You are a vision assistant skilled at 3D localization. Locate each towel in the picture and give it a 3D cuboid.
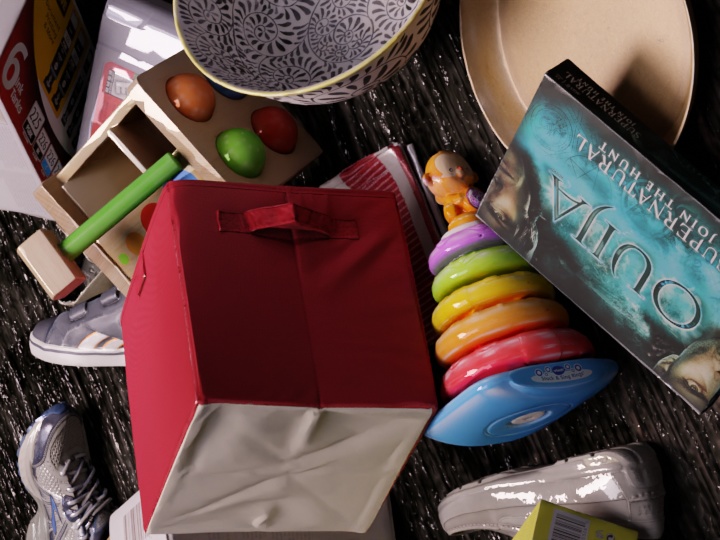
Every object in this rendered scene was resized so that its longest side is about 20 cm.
[{"bbox_3d":[0.000,0.000,1.537,0.200,0.023,0.145,-27,85,51],"label":"towel"}]

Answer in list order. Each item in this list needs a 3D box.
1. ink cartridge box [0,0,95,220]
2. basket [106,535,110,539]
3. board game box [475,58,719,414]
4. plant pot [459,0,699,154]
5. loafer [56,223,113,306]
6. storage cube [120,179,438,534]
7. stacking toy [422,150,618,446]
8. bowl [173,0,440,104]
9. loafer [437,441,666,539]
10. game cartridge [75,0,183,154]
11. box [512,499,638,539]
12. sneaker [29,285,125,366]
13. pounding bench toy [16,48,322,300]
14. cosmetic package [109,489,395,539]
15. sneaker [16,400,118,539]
[{"bbox_3d":[-0.270,-0.170,1.650,0.083,0.176,0.200,10,151,16],"label":"ink cartridge box"},{"bbox_3d":[-0.146,0.317,1.743,0.200,0.142,0.149,51,136,24],"label":"basket"},{"bbox_3d":[0.171,-0.020,1.286,0.200,0.028,0.136,42,138,17],"label":"board game box"},{"bbox_3d":[0.141,-0.148,1.304,0.200,0.027,0.201,23,121,44],"label":"plant pot"},{"bbox_3d":[-0.213,-0.038,1.737,0.075,0.069,0.201,44,134,30],"label":"loafer"},{"bbox_3d":[-0.063,0.063,1.426,0.200,0.170,0.181,117,150,-50],"label":"storage cube"},{"bbox_3d":[0.086,0.008,1.393,0.110,0.116,0.201,-44,57,54],"label":"stacking toy"},{"bbox_3d":[-0.018,-0.185,1.399,0.200,0.094,0.202,-12,61,22],"label":"bowl"},{"bbox_3d":[0.128,0.167,1.414,0.200,0.070,0.070,-20,81,51],"label":"loafer"},{"bbox_3d":[-0.156,-0.109,1.628,0.133,0.041,0.201,22,119,12],"label":"game cartridge"},{"bbox_3d":[0.121,0.227,1.402,0.075,0.050,0.200,18,148,-2],"label":"box"},{"bbox_3d":[-0.192,0.039,1.725,0.199,0.078,0.080,3,106,27],"label":"sneaker"},{"bbox_3d":[-0.145,-0.065,1.503,0.124,0.200,0.156,48,124,1],"label":"pounding bench toy"},{"bbox_3d":[-0.081,0.206,1.566,0.102,0.199,0.074,-42,48,49],"label":"cosmetic package"},{"bbox_3d":[-0.260,0.211,1.906,0.085,0.077,0.201,24,130,31],"label":"sneaker"}]
